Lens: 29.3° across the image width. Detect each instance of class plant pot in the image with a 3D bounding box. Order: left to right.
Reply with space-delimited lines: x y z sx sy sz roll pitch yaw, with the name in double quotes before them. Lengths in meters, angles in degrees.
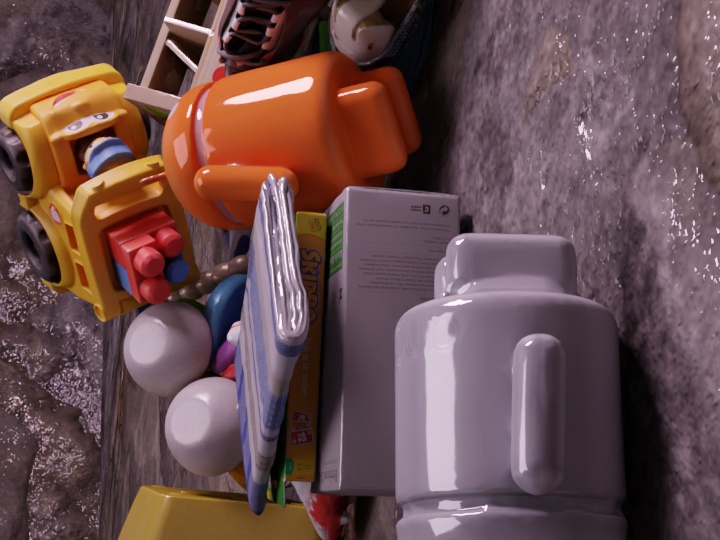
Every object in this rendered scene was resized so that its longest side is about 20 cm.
"plant pot" -0.124 0.279 1.178 0.200 0.200 0.177 164 112 -73

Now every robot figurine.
"robot figurine" -0.060 -0.092 1.005 0.117 0.200 0.144 47 -140 -51
"robot figurine" 0.074 0.084 0.685 0.170 0.113 0.200 96 174 -74

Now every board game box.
"board game box" -0.047 0.064 0.971 0.096 0.030 0.200 155 120 -78

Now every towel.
"towel" -0.062 0.053 0.935 0.200 0.024 0.147 103 163 -46

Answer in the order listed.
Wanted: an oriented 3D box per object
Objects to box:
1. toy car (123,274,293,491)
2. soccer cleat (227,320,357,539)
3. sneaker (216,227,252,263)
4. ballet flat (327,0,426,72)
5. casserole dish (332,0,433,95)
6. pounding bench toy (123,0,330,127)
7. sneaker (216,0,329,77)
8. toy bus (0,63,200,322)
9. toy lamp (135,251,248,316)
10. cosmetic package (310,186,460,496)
"toy car" -0.095 0.089 1.204 0.150 0.175 0.200 -40 63 14
"soccer cleat" -0.053 0.123 1.091 0.069 0.085 0.200 -65 -32 -65
"sneaker" -0.109 -0.062 1.347 0.199 0.081 0.115 62 -171 -9
"ballet flat" 0.014 -0.203 0.977 0.074 0.074 0.200 -101 30 -42
"casserole dish" 0.013 -0.215 1.108 0.200 0.039 0.121 -112 30 -58
"pounding bench toy" -0.070 -0.180 1.190 0.156 0.200 0.124 -71 -20 -5
"sneaker" -0.068 -0.184 1.015 0.200 0.077 0.082 108 -174 -72
"toy bus" -0.215 -0.057 1.197 0.192 0.136 0.200 34 141 50
"toy lamp" -0.115 -0.003 1.271 0.058 0.200 0.058 53 -156 -36
"cosmetic package" 0.017 0.053 0.940 0.108 0.085 0.200 139 134 -72
